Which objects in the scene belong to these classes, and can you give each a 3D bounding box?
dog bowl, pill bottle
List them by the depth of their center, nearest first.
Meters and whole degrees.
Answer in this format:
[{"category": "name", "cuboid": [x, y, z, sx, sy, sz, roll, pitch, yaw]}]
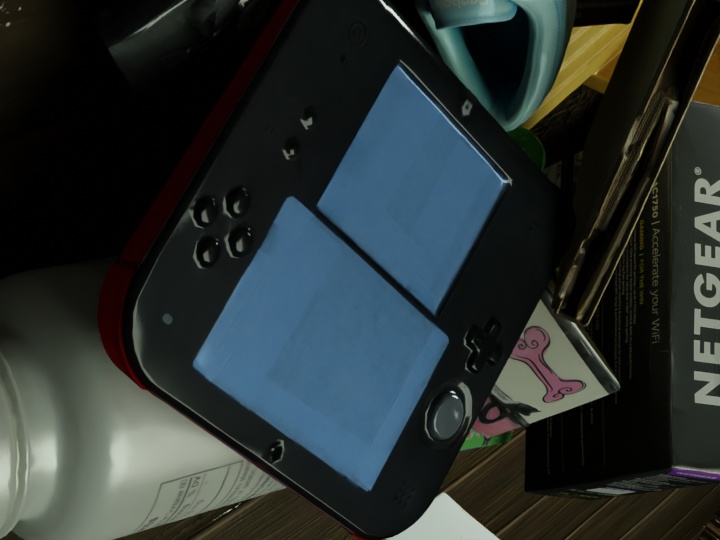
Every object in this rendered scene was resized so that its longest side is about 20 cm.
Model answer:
[{"category": "pill bottle", "cuboid": [-0.105, 0.052, 0.687, 0.199, 0.114, 0.115, -11, 136, -42]}, {"category": "dog bowl", "cuboid": [0.047, -0.003, 0.850, 0.074, 0.201, 0.200, -35, 160, 7]}]

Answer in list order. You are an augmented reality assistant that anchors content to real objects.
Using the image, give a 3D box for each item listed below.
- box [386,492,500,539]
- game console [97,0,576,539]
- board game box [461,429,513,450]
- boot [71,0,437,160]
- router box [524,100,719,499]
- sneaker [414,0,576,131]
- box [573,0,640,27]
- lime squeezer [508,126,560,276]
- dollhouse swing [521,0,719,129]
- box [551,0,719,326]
[{"category": "box", "cuboid": [0.064, 0.327, 1.457, 0.106, 0.152, 0.201, -25, 147, -51]}, {"category": "game console", "cuboid": [0.000, 0.000, 0.664, 0.200, 0.031, 0.177, 42, 77, -43]}, {"category": "board game box", "cuboid": [-0.006, 0.064, 0.907, 0.200, 0.134, 0.029, 6, 103, -66]}, {"category": "boot", "cuboid": [-0.028, -0.112, 0.690, 0.165, 0.066, 0.200, -50, 155, -10]}, {"category": "router box", "cuboid": [0.149, 0.021, 0.925, 0.051, 0.201, 0.149, 8, 166, -24]}, {"category": "sneaker", "cuboid": [0.050, -0.143, 0.682, 0.082, 0.074, 0.200, -77, 152, -43]}, {"category": "box", "cuboid": [0.121, -0.218, 0.779, 0.100, 0.075, 0.201, -16, 135, -58]}, {"category": "lime squeezer", "cuboid": [0.074, -0.078, 0.884, 0.038, 0.201, 0.071, -16, -164, 10]}, {"category": "dollhouse swing", "cuboid": [0.168, -0.125, 0.947, 0.176, 0.181, 0.200, -56, 162, -22]}, {"category": "box", "cuboid": [0.136, -0.089, 0.784, 0.200, 0.021, 0.164, -66, 176, -60]}]
